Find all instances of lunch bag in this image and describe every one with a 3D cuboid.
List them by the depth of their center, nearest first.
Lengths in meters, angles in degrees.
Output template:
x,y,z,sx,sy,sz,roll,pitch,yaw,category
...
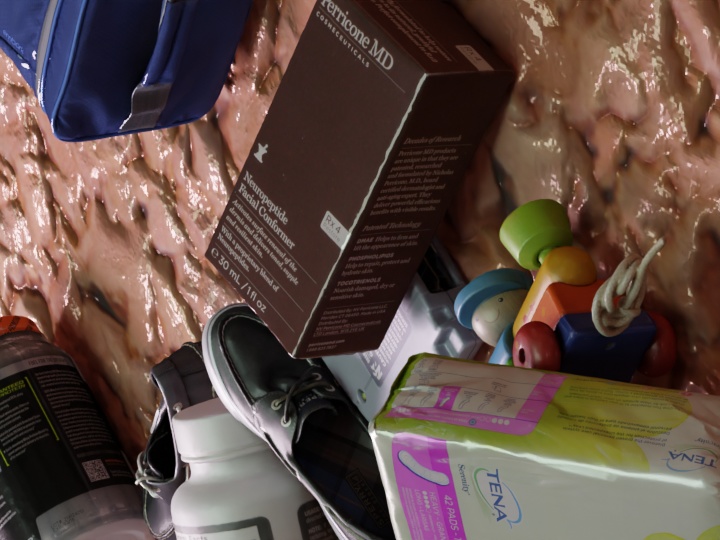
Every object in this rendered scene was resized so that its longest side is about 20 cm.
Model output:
x,y,z,sx,sy,sz,roll,pitch,yaw,category
-0.140,-0.182,1.568,0.132,0.136,0.200,54,143,29,lunch bag

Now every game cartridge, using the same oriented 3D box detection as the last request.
x,y,z,sx,sy,sz,roll,pitch,yaw,category
0.000,0.000,1.523,0.200,0.041,0.133,59,143,23,game cartridge

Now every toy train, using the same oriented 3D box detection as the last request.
x,y,z,sx,sy,sz,roll,pitch,yaw,category
0.109,0.008,1.316,0.200,0.084,0.116,111,147,-46,toy train

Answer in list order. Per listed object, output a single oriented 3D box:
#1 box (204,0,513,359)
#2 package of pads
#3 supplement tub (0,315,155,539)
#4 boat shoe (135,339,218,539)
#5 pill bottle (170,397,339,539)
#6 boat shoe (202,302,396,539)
x,y,z,sx,sy,sz,roll,pitch,yaw,category
-0.003,-0.057,1.420,0.100,0.075,0.200,47,124,34,box
0.110,0.123,1.267,0.199,0.068,0.155,8,131,26,package of pads
-0.245,0.140,1.901,0.200,0.122,0.123,60,146,24,supplement tub
-0.135,0.124,1.773,0.073,0.063,0.200,54,144,30,boat shoe
-0.060,0.182,1.631,0.111,0.110,0.201,-3,101,59,pill bottle
-0.028,0.098,1.549,0.200,0.070,0.066,56,166,12,boat shoe
